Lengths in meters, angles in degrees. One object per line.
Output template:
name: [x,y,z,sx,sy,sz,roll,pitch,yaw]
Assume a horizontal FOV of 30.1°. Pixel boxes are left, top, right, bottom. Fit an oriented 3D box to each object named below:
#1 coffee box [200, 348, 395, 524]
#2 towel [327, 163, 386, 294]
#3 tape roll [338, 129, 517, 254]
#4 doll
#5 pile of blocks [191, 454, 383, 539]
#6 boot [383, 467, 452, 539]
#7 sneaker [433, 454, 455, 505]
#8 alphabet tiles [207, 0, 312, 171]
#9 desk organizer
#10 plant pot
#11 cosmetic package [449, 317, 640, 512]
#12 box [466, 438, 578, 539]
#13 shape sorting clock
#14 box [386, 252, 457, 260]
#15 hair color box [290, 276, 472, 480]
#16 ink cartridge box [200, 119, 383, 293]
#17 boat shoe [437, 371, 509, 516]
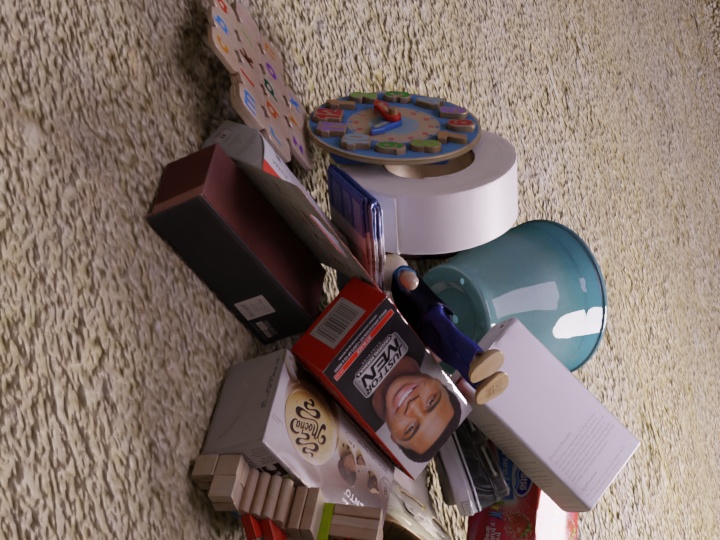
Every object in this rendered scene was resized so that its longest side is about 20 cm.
coffee box: [-0.056,0.189,1.311,0.200,0.079,0.114,51,36,-32]
towel: [0.000,0.000,1.424,0.147,0.023,0.203,-135,-143,-65]
tape roll: [0.075,-0.093,1.483,0.203,0.200,0.072,-53,145,-55]
doll: [0.073,0.053,1.378,0.200,0.048,0.137,47,-15,37]
pile of blocks: [-0.070,0.237,1.236,0.198,0.082,0.063,23,46,-9]
boot: [0.061,0.251,1.490,0.200,0.071,0.156,46,34,-44]
sneaker: [0.134,0.198,1.594,0.201,0.079,0.077,-73,159,-51]
alphabet tiles: [-0.110,-0.203,1.438,0.196,0.014,0.201,52,20,-38]
desk organizer: [-0.118,-0.024,1.329,0.200,0.071,0.078,50,34,-34]
plant pot: [0.172,0.046,1.664,0.186,0.199,0.203,-9,82,-41]
cosmetic package: [0.194,0.157,1.443,0.200,0.074,0.102,45,70,-4]
box: [0.190,0.235,1.535,0.099,0.095,0.203,19,72,-50]
shape sorting clock: [0.038,-0.164,1.502,0.200,0.197,0.040,-52,145,-55]
box: [0.079,-0.069,1.681,0.199,0.074,0.102,-4,78,-61]
hair color box: [0.025,0.110,1.344,0.102,0.061,0.200,-49,132,-12]
ink cartridge box: [-0.058,-0.067,1.344,0.057,0.199,0.163,-50,125,-16]
boat shoe: [0.117,0.184,1.502,0.073,0.070,0.202,77,-3,-51]
